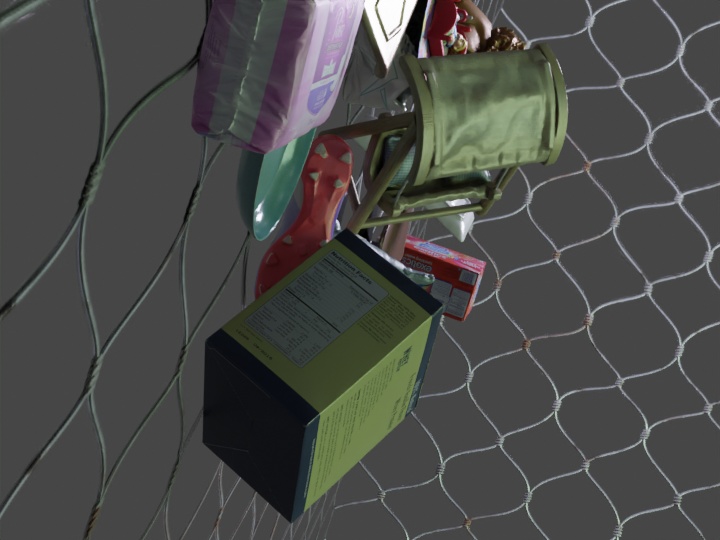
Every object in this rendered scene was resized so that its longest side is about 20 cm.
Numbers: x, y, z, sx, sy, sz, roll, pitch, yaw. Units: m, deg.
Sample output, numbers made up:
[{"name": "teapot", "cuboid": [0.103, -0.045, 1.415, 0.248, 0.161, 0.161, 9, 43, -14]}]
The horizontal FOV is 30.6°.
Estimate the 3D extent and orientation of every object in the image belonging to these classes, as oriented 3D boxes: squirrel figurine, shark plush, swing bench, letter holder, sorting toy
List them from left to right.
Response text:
[{"name": "letter holder", "cuboid": [-0.001, -0.046, 1.695, 0.200, 0.100, 0.143, -61, 166, -58]}, {"name": "shark plush", "cuboid": [0.000, 0.000, 1.535, 0.083, 0.200, 0.091, 23, -97, 54]}, {"name": "sorting toy", "cuboid": [0.028, -0.321, 1.309, 0.200, 0.036, 0.186, 71, 37, -60]}, {"name": "swing bench", "cuboid": [0.095, -0.140, 1.408, 0.200, 0.198, 0.130, -33, -109, 54]}, {"name": "squirrel figurine", "cuboid": [0.134, -0.268, 1.737, 0.187, 0.199, 0.142, -84, -166, -55]}]

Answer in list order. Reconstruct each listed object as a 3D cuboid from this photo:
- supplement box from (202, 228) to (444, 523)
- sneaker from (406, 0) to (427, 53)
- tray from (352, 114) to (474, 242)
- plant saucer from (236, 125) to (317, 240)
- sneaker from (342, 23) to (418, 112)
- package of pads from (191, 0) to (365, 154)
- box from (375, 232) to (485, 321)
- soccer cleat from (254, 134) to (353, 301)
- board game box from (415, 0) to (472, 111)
[{"name": "supplement box", "cuboid": [-0.041, 0.106, 1.322, 0.200, 0.134, 0.200, -39, 157, -30]}, {"name": "sneaker", "cuboid": [0.057, -0.315, 1.549, 0.091, 0.076, 0.201, -71, 180, -79]}, {"name": "tray", "cuboid": [0.074, -0.126, 1.702, 0.022, 0.200, 0.107, -44, -175, 24]}, {"name": "plant saucer", "cuboid": [-0.071, -0.126, 1.183, 0.200, 0.027, 0.201, 19, 90, -83]}, {"name": "sneaker", "cuboid": [0.029, -0.249, 1.455, 0.201, 0.080, 0.071, 94, 17, -61]}, {"name": "package of pads", "cuboid": [-0.058, -0.162, 0.969, 0.200, 0.075, 0.121, -50, 159, -73]}, {"name": "box", "cuboid": [0.117, 0.006, 2.393, 0.095, 0.199, 0.100, -44, 153, -72]}, {"name": "soccer cleat", "cuboid": [-0.058, -0.046, 1.380, 0.076, 0.066, 0.201, -141, -110, -82]}, {"name": "board game box", "cuboid": [0.103, -0.277, 1.509, 0.200, 0.039, 0.159, -66, 165, -54]}]
